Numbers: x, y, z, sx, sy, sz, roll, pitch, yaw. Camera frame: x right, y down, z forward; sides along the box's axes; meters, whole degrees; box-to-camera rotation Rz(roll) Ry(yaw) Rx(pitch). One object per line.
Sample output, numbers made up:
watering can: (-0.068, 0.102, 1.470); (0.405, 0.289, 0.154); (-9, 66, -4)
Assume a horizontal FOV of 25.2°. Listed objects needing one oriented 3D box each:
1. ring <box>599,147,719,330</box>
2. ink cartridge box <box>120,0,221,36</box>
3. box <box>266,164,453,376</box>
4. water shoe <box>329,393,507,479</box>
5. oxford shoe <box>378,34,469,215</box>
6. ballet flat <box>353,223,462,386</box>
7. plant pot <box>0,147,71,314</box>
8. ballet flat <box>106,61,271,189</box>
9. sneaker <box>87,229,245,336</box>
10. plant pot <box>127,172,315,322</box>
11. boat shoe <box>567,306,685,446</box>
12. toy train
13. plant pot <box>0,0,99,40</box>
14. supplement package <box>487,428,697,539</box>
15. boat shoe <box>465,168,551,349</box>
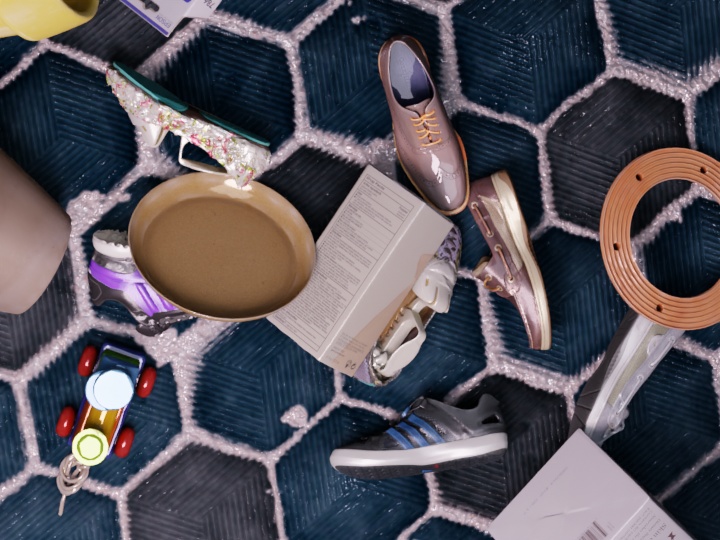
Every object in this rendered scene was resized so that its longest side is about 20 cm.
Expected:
ring: (0.350, -0.035, 1.772); (0.198, 0.019, 0.203); (2, 84, -19)
ink cartridge box: (-0.162, -0.337, 1.668); (0.099, 0.039, 0.201); (39, 92, 30)
box: (0.000, 0.000, 1.714); (0.095, 0.078, 0.201); (37, 94, 34)
water shoe: (0.062, 0.182, 1.779); (0.197, 0.072, 0.080); (-5, 70, -4)
oxford shoe: (0.064, -0.153, 1.715); (0.071, 0.073, 0.202); (-22, 93, 5)
ballet flat: (0.061, 0.044, 1.748); (0.072, 0.072, 0.201); (33, 93, -9)
plant pot: (-0.396, -0.047, 1.640); (0.173, 0.200, 0.201); (30, 93, -25)
ballet flat: (-0.189, -0.148, 1.698); (0.198, 0.076, 0.064); (28, 101, -7)
sneaker: (-0.198, 0.026, 1.725); (0.198, 0.070, 0.101); (14, 103, -5)
plant pot: (-0.146, -0.021, 1.682); (0.198, 0.202, 0.028); (11, 139, -8)
boat shoe: (0.293, 0.127, 1.785); (0.064, 0.074, 0.204); (28, 87, -5)
toy train: (-0.285, 0.183, 1.705); (0.084, 0.116, 0.202); (20, 94, -8)
plant pot: (-0.388, -0.312, 1.603); (0.187, 0.201, 0.203); (-18, 99, 12)
supplement package: (0.274, 0.309, 1.732); (0.152, 0.151, 0.200); (-47, 123, 1)
boat shoe: (0.157, -0.005, 1.758); (0.071, 0.072, 0.202); (-16, 95, 5)
